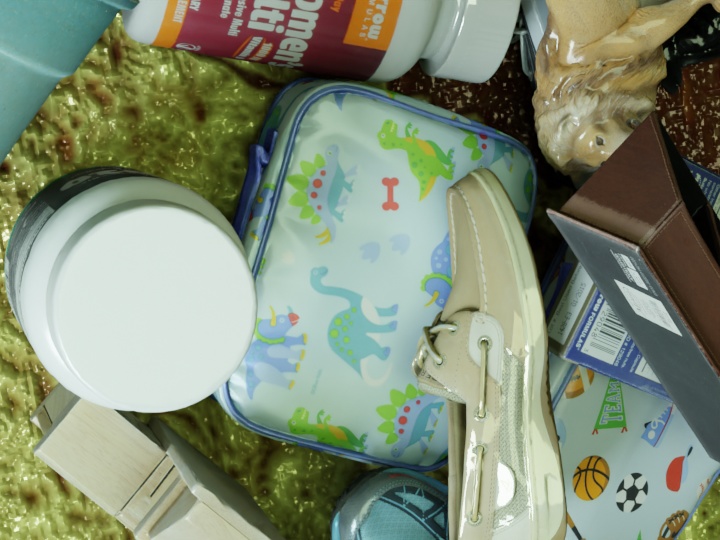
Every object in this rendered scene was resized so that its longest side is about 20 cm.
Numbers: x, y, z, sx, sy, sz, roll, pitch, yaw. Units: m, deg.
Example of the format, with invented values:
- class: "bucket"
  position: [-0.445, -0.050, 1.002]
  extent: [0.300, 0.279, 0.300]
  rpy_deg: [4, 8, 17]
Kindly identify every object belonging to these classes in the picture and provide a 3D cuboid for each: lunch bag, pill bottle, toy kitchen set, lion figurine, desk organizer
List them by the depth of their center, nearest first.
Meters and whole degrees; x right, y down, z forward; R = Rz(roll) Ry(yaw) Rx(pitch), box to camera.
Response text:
- class: "pill bottle"
  position: [-0.117, 0.008, 0.900]
  extent: [0.112, 0.200, 0.114]
  rpy_deg: [-2, 97, -16]
- class: "desk organizer"
  position: [0.185, 0.020, 0.911]
  extent: [0.077, 0.072, 0.200]
  rpy_deg: [-45, 124, -11]
- class: "lion figurine"
  position: [0.119, -0.152, 0.931]
  extent: [0.122, 0.072, 0.201]
  rpy_deg: [-30, 117, -5]
- class: "toy kitchen set"
  position: [-0.119, 0.188, 0.939]
  extent: [0.200, 0.163, 0.181]
  rpy_deg: [41, 85, -15]
- class: "pill bottle"
  position: [-0.021, -0.160, 0.956]
  extent: [0.198, 0.110, 0.110]
  rpy_deg: [8, 94, -16]
- class: "lunch bag"
  position: [0.000, 0.000, 0.993]
  extent: [0.160, 0.082, 0.201]
  rpy_deg: [15, 92, -19]
- class: "lunch bag"
  position: [0.145, 0.068, 1.027]
  extent: [0.160, 0.075, 0.201]
  rpy_deg: [30, 86, -35]

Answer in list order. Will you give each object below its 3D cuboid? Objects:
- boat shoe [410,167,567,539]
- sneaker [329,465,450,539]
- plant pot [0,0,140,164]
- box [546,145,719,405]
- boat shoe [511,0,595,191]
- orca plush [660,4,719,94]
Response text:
- class: "boat shoe"
  position: [0.061, 0.049, 0.932]
  extent: [0.064, 0.072, 0.202]
  rpy_deg: [-8, 91, -7]
- class: "sneaker"
  position: [0.063, 0.186, 0.961]
  extent: [0.079, 0.095, 0.200]
  rpy_deg: [-42, 109, -13]
- class: "plant pot"
  position: [-0.242, -0.099, 0.869]
  extent: [0.199, 0.200, 0.197]
  rpy_deg: [30, 96, -16]
- class: "box"
  position: [0.197, 0.018, 0.978]
  extent: [0.199, 0.032, 0.122]
  rpy_deg: [23, 95, -33]
- class: "boat shoe"
  position: [0.120, -0.139, 1.020]
  extent: [0.073, 0.068, 0.201]
  rpy_deg: [-22, 108, -16]
- class: "orca plush"
  position: [0.244, -0.190, 1.045]
  extent: [0.199, 0.071, 0.106]
  rpy_deg: [-33, 103, -10]
